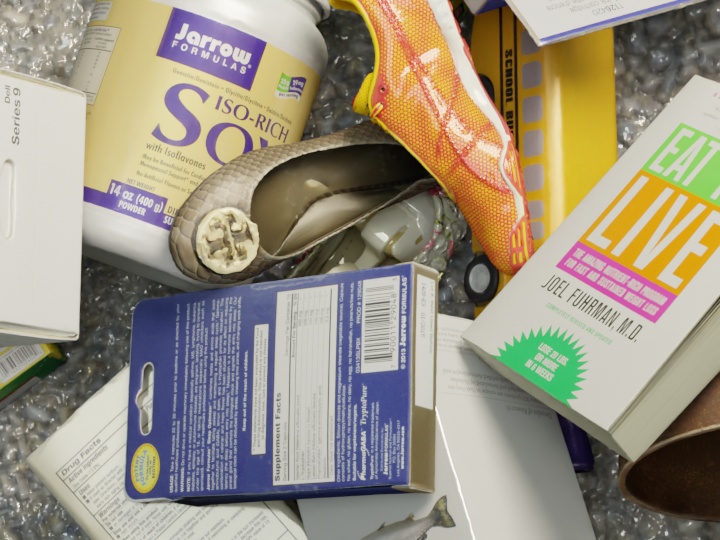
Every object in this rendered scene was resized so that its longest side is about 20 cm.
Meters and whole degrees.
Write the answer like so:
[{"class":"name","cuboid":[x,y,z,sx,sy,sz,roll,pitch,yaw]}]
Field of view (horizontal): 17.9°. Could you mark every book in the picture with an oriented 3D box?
[{"class":"book","cuboid":[0.163,-0.005,1.226,0.200,0.048,0.133,-48,40,-8]}]

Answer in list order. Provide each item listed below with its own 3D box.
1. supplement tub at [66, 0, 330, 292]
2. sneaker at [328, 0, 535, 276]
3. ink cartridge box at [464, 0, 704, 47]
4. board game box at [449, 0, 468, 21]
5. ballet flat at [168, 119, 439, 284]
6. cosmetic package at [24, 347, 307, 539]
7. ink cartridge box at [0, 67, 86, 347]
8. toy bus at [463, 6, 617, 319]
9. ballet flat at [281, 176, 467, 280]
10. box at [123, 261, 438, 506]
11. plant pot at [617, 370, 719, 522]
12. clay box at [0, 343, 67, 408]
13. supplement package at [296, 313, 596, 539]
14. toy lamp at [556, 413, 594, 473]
[{"class":"supplement tub","cuboid":[-0.104,-0.097,1.355,0.145,0.145,0.201,18,85,9]},{"class":"sneaker","cuboid":[0.041,-0.084,1.291,0.077,0.073,0.201,-26,83,0]},{"class":"ink cartridge box","cuboid":[0.130,-0.215,1.333,0.197,0.047,0.201,-17,63,-25]},{"class":"board game box","cuboid":[-0.024,-0.220,1.386,0.200,0.102,0.048,41,87,11]},{"class":"ballet flat","cuboid":[-0.019,-0.045,1.304,0.199,0.046,0.068,-23,112,-29]},{"class":"cosmetic package","cuboid":[-0.090,0.154,1.347,0.103,0.087,0.200,-41,80,0]},{"class":"ink cartridge box","cuboid":[-0.254,-0.027,1.302,0.199,0.087,0.146,-7,79,40]},{"class":"toy bus","cuboid":[0.108,-0.063,1.349,0.078,0.065,0.201,-10,77,47]},{"class":"ballet flat","cuboid":[0.000,0.000,1.370,0.076,0.064,0.200,40,88,11]},{"class":"box","cuboid":[-0.046,0.067,1.267,0.199,0.032,0.122,-7,76,34]},{"class":"plant pot","cuboid":[0.231,0.020,1.295,0.186,0.187,0.201,-5,67,6]},{"class":"clay box","cuboid":[-0.284,0.005,1.412,0.115,0.048,0.200,-35,78,2]},{"class":"supplement package","cuboid":[0.048,0.141,1.277,0.117,0.117,0.201,-33,62,33]},{"class":"toy lamp","cuboid":[0.112,0.170,1.336,0.058,0.058,0.201,-4,81,6]}]
